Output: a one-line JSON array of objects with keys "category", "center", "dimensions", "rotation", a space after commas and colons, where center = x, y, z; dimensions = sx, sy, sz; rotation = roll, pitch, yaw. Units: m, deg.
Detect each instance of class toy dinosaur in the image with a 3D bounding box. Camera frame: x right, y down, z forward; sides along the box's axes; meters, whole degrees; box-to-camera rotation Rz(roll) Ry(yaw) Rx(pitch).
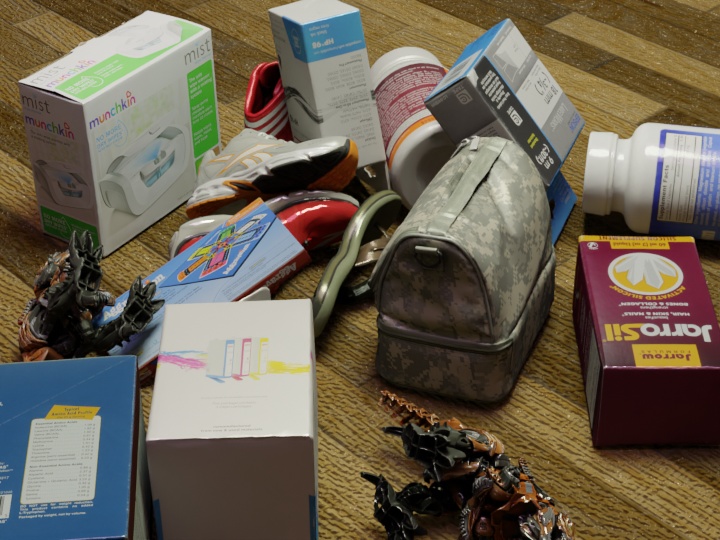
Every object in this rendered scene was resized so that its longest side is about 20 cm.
[{"category": "toy dinosaur", "center": [0.077, 0.165, 1.172], "dimensions": [0.135, 0.103, 0.199], "rotation": [-1, 11, -44]}, {"category": "toy dinosaur", "center": [-0.255, 0.050, 1.324], "dimensions": [0.135, 0.102, 0.201], "rotation": [-35, 55, 24]}]

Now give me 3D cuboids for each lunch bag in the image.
[{"category": "lunch bag", "center": [0.095, -0.008, 1.335], "dimensions": [0.138, 0.169, 0.200], "rotation": [13, 36, 19]}]

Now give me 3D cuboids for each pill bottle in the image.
[{"category": "pill bottle", "center": [0.326, -0.089, 1.499], "dimensions": [0.198, 0.113, 0.112], "rotation": [6, 34, 11]}, {"category": "pill bottle", "center": [0.069, -0.153, 1.597], "dimensions": [0.113, 0.115, 0.201], "rotation": [-7, 35, -9]}]

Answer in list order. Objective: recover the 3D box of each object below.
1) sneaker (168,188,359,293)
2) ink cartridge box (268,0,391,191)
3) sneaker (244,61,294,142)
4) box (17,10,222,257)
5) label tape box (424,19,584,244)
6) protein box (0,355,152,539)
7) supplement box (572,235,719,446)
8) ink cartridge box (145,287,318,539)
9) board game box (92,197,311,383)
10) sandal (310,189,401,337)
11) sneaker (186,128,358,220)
[{"category": "sneaker", "center": [-0.086, -0.016, 1.454], "dimensions": [0.198, 0.077, 0.085], "rotation": [-17, 54, -12]}, {"category": "ink cartridge box", "center": [-0.031, -0.172, 1.538], "dimensions": [0.066, 0.202, 0.116], "rotation": [-17, 21, -16]}, {"category": "sneaker", "center": [-0.060, -0.186, 1.647], "dimensions": [0.078, 0.117, 0.200], "rotation": [16, 38, 23]}, {"category": "box", "center": [-0.243, -0.146, 1.539], "dimensions": [0.096, 0.178, 0.200], "rotation": [20, 38, 28]}, {"category": "label tape box", "center": [0.164, -0.130, 1.479], "dimensions": [0.063, 0.201, 0.144], "rotation": [-29, 15, 36]}, {"category": "protein box", "center": [-0.257, 0.181, 1.095], "dimensions": [0.196, 0.136, 0.201], "rotation": [-4, 34, -4]}, {"category": "supplement box", "center": [0.251, 0.058, 1.307], "dimensions": [0.109, 0.086, 0.201], "rotation": [0, 34, 1]}, {"category": "ink cartridge box", "center": [-0.097, 0.118, 1.190], "dimensions": [0.124, 0.130, 0.201], "rotation": [-2, 33, -1]}, {"category": "board game box", "center": [-0.149, 0.019, 1.367], "dimensions": [0.199, 0.020, 0.103], "rotation": [-36, 44, -7]}, {"category": "sandal", "center": [-0.001, 0.001, 1.420], "dimensions": [0.057, 0.080, 0.202], "rotation": [25, 44, 5]}, {"category": "sneaker", "center": [-0.092, -0.112, 1.495], "dimensions": [0.198, 0.076, 0.093], "rotation": [-16, 56, 27]}]
